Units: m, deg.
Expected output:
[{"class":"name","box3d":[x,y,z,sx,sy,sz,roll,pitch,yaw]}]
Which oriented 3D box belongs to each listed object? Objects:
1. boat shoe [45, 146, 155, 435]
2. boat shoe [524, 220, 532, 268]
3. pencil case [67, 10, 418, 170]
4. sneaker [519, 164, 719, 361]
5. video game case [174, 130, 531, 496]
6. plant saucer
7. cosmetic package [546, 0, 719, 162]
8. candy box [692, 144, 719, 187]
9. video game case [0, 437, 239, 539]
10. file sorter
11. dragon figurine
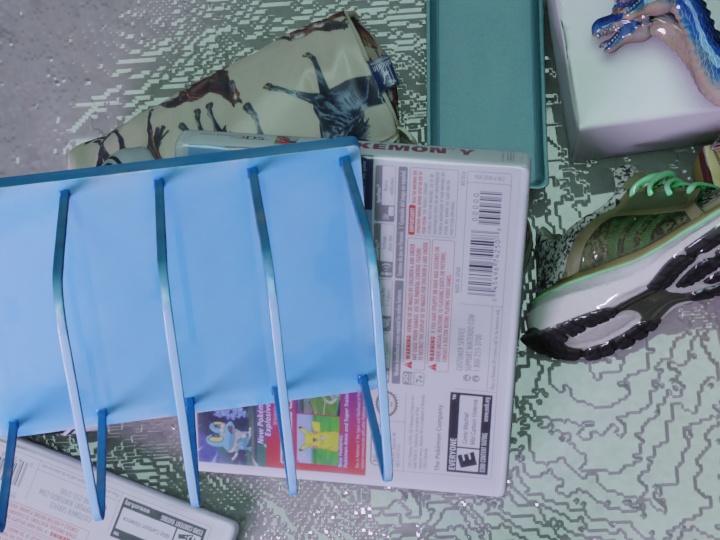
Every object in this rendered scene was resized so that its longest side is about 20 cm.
[{"class":"boat shoe","box3d":[-0.157,0.017,0.857,0.068,0.200,0.074,-7,54,-34]},{"class":"boat shoe","box3d":[0.000,0.000,0.900,0.199,0.073,0.075,-23,78,1]},{"class":"pencil case","box3d":[-0.070,-0.070,0.917,0.199,0.078,0.090,-27,65,0]},{"class":"sneaker","box3d":[0.161,-0.027,0.859,0.199,0.077,0.089,-30,58,34]},{"class":"video game case","box3d":[-0.006,0.026,0.852,0.181,0.023,0.201,4,118,5]},{"class":"plant saucer","box3d":[0.073,-0.140,0.937,0.069,0.019,0.202,-1,72,5]},{"class":"cosmetic package","box3d":[0.209,-0.132,0.899,0.198,0.085,0.109,-7,80,5]},{"class":"candy box","box3d":[0.295,-0.029,0.887,0.198,0.056,0.118,-11,79,2]},{"class":"video game case","box3d":[-0.192,0.194,0.909,0.199,0.024,0.183,20,83,8]},{"class":"file sorter","box3d":[-0.087,0.034,0.762,0.198,0.123,0.140,-7,118,-5]},{"class":"dragon figurine","box3d":[0.222,-0.120,0.823,0.198,0.059,0.100,-8,85,5]}]
